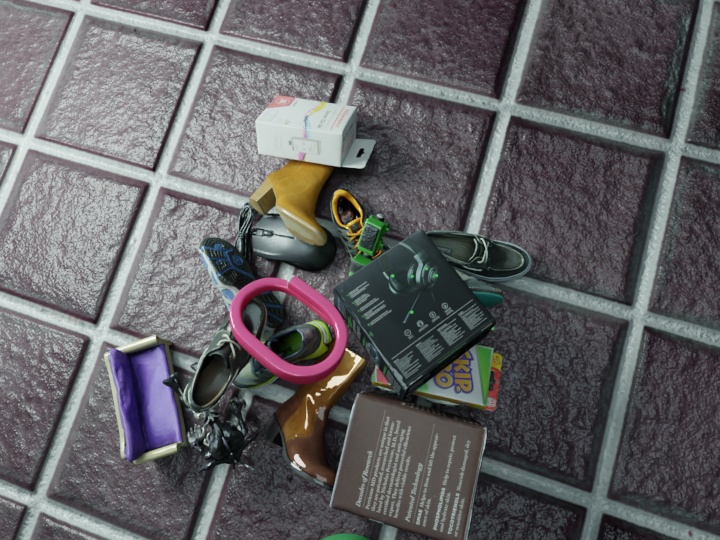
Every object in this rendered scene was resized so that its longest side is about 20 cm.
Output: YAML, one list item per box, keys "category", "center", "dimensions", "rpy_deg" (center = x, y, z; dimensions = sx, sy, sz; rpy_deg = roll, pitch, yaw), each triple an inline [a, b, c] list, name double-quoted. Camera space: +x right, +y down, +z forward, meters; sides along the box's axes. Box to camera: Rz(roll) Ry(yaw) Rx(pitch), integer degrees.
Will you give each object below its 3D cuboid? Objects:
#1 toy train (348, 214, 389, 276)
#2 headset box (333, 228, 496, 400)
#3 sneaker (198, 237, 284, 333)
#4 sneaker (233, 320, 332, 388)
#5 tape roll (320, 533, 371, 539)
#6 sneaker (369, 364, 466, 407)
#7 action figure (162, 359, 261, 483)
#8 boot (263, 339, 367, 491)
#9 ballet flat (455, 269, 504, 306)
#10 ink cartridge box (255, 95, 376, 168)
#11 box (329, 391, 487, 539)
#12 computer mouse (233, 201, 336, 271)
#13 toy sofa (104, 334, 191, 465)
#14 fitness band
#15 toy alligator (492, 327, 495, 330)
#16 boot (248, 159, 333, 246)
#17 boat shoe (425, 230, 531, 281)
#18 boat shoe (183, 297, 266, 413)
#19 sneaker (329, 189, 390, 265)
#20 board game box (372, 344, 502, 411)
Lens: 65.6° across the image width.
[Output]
- category: "toy train"
  center: [0.000, 0.000, 0.937]
  dimensions: [0.041, 0.056, 0.202]
  rpy_deg: [24, 117, 10]
- category: "headset box"
  center: [0.074, 0.061, 0.859]
  dimensions: [0.173, 0.093, 0.201]
  rpy_deg: [-34, 72, -13]
- category: "sneaker"
  center: [-0.221, 0.032, 0.976]
  dimensions: [0.077, 0.076, 0.201]
  rpy_deg: [-39, 87, 39]
- category: "sneaker"
  center: [-0.148, 0.140, 0.947]
  dimensions: [0.199, 0.081, 0.075]
  rpy_deg: [-32, 70, 16]
- category: "tape roll"
  center: [-0.024, 0.531, 0.885]
  dimensions: [0.197, 0.048, 0.204]
  rpy_deg: [-1, 79, 6]
- category: "sneaker"
  center: [0.117, 0.176, 0.922]
  dimensions: [0.197, 0.074, 0.081]
  rpy_deg: [12, 85, 9]
- category: "action figure"
  center: [-0.244, 0.250, 0.937]
  dimensions: [0.118, 0.102, 0.202]
  rpy_deg: [-29, 88, -14]
- category: "boot"
  center: [-0.048, 0.230, 0.913]
  dimensions: [0.201, 0.068, 0.188]
  rpy_deg: [-52, 37, -6]
- category: "ballet flat"
  center: [0.144, 0.033, 0.956]
  dimensions: [0.197, 0.072, 0.073]
  rpy_deg: [-8, 78, 3]
- category: "ink cartridge box"
  center: [-0.075, -0.251, 1.008]
  dimensions: [0.197, 0.068, 0.117]
  rpy_deg: [11, 41, 8]
- category: "box"
  center: [0.076, 0.292, 0.859]
  dimensions: [0.197, 0.166, 0.167]
  rpy_deg: [12, 81, 9]
- category: "computer mouse"
  center: [-0.142, -0.052, 1.011]
  dimensions: [0.197, 0.053, 0.141]
  rpy_deg: [9, 79, 8]
- category: "toy sofa"
  center: [-0.363, 0.220, 0.960]
  dimensions: [0.082, 0.098, 0.203]
  rpy_deg: [-17, 76, 3]
- category: "fitness band"
  center: [-0.111, 0.087, 0.872]
  dimensions: [0.199, 0.038, 0.144]
  rpy_deg: [36, 56, 15]
- category: "toy alligator"
  center: [0.126, 0.112, 0.944]
  dimensions: [0.197, 0.059, 0.055]
  rpy_deg: [2, 79, 7]
- category: "boot"
  center: [-0.092, -0.136, 0.981]
  dimensions: [0.200, 0.071, 0.144]
  rpy_deg: [31, 67, 34]
- category: "boat shoe"
  center: [0.195, -0.025, 0.957]
  dimensions: [0.197, 0.071, 0.073]
  rpy_deg: [7, 79, 7]
- category: "boat shoe"
  center: [-0.208, 0.131, 0.886]
  dimensions: [0.071, 0.068, 0.202]
  rpy_deg: [32, 71, -4]
- category: "sneaker"
  center: [-0.001, -0.056, 0.984]
  dimensions: [0.078, 0.077, 0.201]
  rpy_deg: [-32, 79, -3]
- category: "board game box"
  center: [0.124, 0.155, 0.888]
  dimensions: [0.197, 0.030, 0.097]
  rpy_deg: [12, 65, 5]
